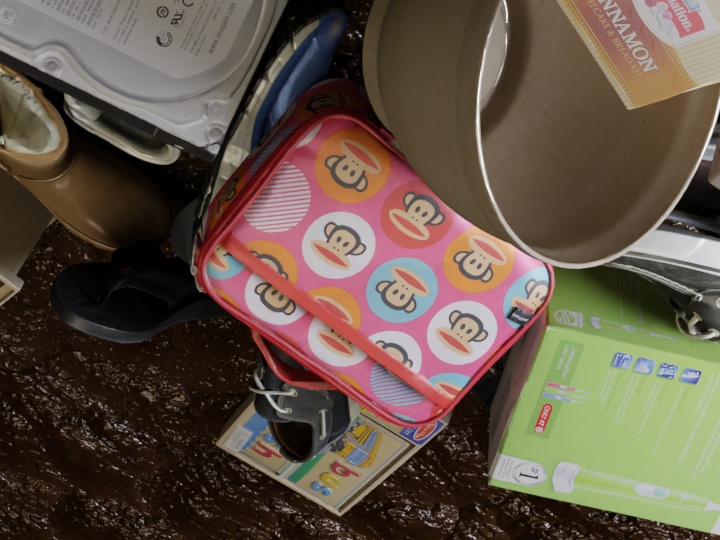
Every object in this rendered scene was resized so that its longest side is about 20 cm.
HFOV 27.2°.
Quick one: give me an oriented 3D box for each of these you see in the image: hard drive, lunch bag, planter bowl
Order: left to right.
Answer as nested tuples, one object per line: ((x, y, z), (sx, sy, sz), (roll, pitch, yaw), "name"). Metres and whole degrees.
((-0.147, -0.169, 0.877), (0.200, 0.140, 0.038), (26, 170, -8), "hard drive")
((0.000, 0.000, 0.921), (0.200, 0.082, 0.176), (36, 108, -18), "lunch bag")
((0.086, -0.114, 0.811), (0.135, 0.200, 0.200), (21, 147, 44), "planter bowl")

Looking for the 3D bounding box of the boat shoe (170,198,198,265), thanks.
((-0.034, -0.019, 1.049), (0.199, 0.074, 0.068), (-5, 152, 18), "boat shoe")

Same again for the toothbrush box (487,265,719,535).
((0.199, 0.087, 0.993), (0.200, 0.086, 0.146), (13, 127, -1), "toothbrush box")

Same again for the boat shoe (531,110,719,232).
((0.202, -0.053, 0.898), (0.202, 0.065, 0.074), (19, 140, 5), "boat shoe")

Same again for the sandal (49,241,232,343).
((-0.143, 0.004, 1.058), (0.075, 0.200, 0.048), (38, 115, 22), "sandal")

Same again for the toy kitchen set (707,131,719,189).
((0.301, -0.114, 0.694), (0.163, 0.181, 0.200), (29, 144, -8), "toy kitchen set")

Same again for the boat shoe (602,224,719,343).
((0.225, 0.015, 0.910), (0.200, 0.071, 0.064), (15, 96, -3), "boat shoe")

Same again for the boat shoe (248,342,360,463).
((-0.047, 0.082, 1.084), (0.072, 0.068, 0.200), (41, 162, 25), "boat shoe")

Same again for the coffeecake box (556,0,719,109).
((0.134, -0.198, 0.669), (0.073, 0.200, 0.154), (-15, 126, 37), "coffeecake box")

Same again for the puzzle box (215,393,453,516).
((-0.025, 0.128, 1.237), (0.133, 0.025, 0.200), (31, 139, -9), "puzzle box")

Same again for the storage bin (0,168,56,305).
((-0.370, -0.042, 1.166), (0.200, 0.094, 0.198), (40, 137, -19), "storage bin")

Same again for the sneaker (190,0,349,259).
((-0.043, -0.085, 0.961), (0.089, 0.079, 0.200), (15, 120, -14), "sneaker")

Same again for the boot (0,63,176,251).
((-0.203, -0.073, 0.997), (0.175, 0.066, 0.200), (29, 173, -5), "boot")

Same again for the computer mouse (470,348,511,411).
((0.138, 0.073, 1.086), (0.200, 0.046, 0.140), (47, 140, -9), "computer mouse")

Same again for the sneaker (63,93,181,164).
((-0.159, -0.159, 0.921), (0.074, 0.116, 0.200), (-19, 122, 41), "sneaker")
